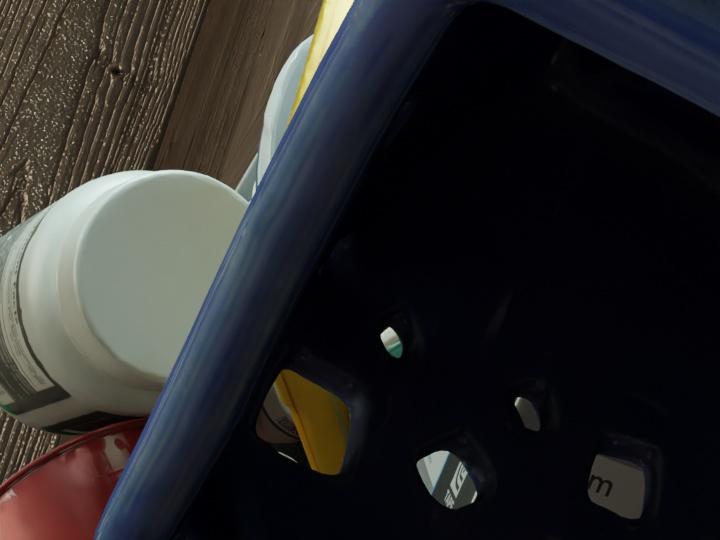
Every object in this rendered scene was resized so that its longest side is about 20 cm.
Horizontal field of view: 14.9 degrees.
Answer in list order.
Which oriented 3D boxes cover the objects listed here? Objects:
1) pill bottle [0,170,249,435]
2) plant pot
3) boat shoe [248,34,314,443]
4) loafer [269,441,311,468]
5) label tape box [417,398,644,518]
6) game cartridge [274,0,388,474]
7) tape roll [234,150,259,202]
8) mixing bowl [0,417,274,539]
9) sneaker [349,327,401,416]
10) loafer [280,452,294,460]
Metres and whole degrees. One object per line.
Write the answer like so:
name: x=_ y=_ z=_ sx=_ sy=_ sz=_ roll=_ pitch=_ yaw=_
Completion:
pill bottle: x=-0.112 y=0.015 z=1.284 sx=0.200 sy=0.113 sz=0.113 roll=-18 pitch=51 yaw=69
plant pot: x=0.085 y=-0.010 z=0.547 sx=0.200 sy=0.200 sz=0.180 roll=-59 pitch=6 yaw=46
boat shoe: x=-0.029 y=-0.016 z=1.312 sx=0.065 sy=0.073 sz=0.201 roll=-25 pitch=52 yaw=60
loafer: x=-0.028 y=0.093 z=1.351 sx=0.070 sy=0.068 sz=0.201 roll=155 pitch=139 yaw=-88
label tape box: x=0.069 y=0.036 z=0.928 sx=0.143 sy=0.066 sz=0.200 roll=-107 pitch=37 yaw=-76
game cartridge: x=0.000 y=0.000 z=1.206 sx=0.200 sy=0.032 sz=0.177 roll=69 pitch=-152 yaw=-48
tape roll: x=-0.025 y=-0.028 z=1.456 sx=0.201 sy=0.066 sz=0.200 roll=-59 pitch=-3 yaw=-5
mixing bowl: x=-0.090 y=0.178 z=1.246 sx=0.108 sy=0.200 sz=0.200 roll=50 pitch=123 yaw=48
sneaker: x=0.061 y=0.007 z=1.078 sx=0.091 sy=0.078 sz=0.200 roll=-48 pitch=-11 yaw=-48
loafer: x=-0.027 y=0.157 z=1.144 sx=0.070 sy=0.070 sz=0.200 roll=-50 pitch=39 yaw=45
